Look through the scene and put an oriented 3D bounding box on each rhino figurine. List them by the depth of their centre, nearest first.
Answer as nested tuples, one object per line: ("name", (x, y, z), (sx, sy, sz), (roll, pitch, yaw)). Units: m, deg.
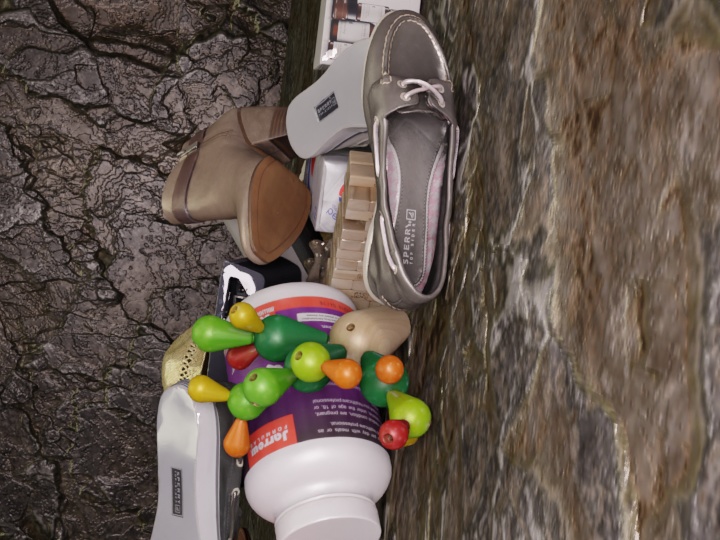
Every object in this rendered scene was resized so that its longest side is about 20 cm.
("rhino figurine", (-0.025, 0.019, 1.267), (0.200, 0.059, 0.088), (110, 163, -77))

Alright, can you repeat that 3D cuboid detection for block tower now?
("block tower", (0.000, 0.000, 1.132), (0.054, 0.057, 0.201), (-91, 9, -51))

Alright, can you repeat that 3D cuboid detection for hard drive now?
("hard drive", (-0.094, 0.089, 1.198), (0.135, 0.042, 0.201), (-14, -68, -74))

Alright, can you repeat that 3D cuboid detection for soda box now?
("soda box", (-0.013, -0.080, 1.257), (0.200, 0.068, 0.064), (-113, 30, -77))

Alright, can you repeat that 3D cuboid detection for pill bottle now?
("pill bottle", (-0.040, 0.116, 1.051), (0.113, 0.112, 0.201), (106, 157, -51))

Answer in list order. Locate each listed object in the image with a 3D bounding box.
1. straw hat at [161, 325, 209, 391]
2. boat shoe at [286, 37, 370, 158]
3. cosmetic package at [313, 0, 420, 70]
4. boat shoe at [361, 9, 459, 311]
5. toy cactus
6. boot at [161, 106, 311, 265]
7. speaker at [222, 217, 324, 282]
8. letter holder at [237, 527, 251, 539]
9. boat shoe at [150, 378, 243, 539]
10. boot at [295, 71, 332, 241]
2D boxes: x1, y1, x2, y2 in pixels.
("straw hat", (-0.137, 0.095, 1.276), (0.201, 0.085, 0.202), (-33, -53, -58))
("boat shoe", (0.011, -0.139, 1.119), (0.200, 0.065, 0.072), (-30, 75, 57))
("cosmetic package", (0.013, -0.266, 1.161), (0.051, 0.082, 0.201), (-169, 85, -80))
("boat shoe", (0.038, -0.074, 0.901), (0.057, 0.067, 0.201), (180, 92, -67))
("toy cactus", (-0.019, 0.071, 0.962), (0.165, 0.199, 0.103), (-25, -63, -50))
("boot", (-0.117, -0.069, 1.224), (0.070, 0.146, 0.201), (50, -141, -33))
("speaker", (-0.082, -0.031, 1.365), (0.200, 0.081, 0.081), (64, -161, -44))
("letter holder", (-0.069, 0.318, 1.227), (0.200, 0.100, 0.143), (-153, 72, -82))
("boat shoe", (-0.113, 0.177, 1.004), (0.068, 0.056, 0.201), (12, 102, 44))
("boot", (-0.026, -0.140, 1.506), (0.201, 0.072, 0.167), (102, -177, -47))
